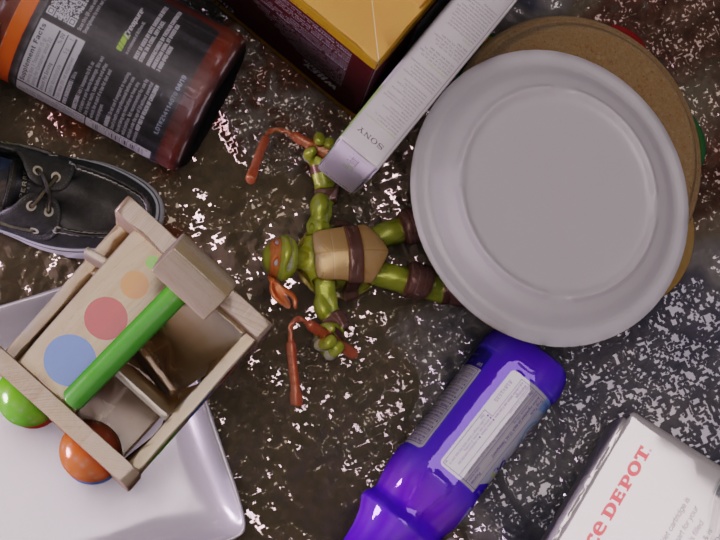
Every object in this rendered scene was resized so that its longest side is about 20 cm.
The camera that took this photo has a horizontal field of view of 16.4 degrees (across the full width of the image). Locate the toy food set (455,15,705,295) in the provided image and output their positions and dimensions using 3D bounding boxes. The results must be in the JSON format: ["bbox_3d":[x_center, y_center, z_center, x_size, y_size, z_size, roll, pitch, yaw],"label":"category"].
[{"bbox_3d":[0.149,-0.082,1.716,0.199,0.049,0.199,11,75,-17],"label":"toy food set"}]

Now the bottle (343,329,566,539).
[{"bbox_3d":[0.057,0.131,1.681,0.065,0.084,0.200,38,82,1],"label":"bottle"}]

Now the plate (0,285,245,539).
[{"bbox_3d":[-0.199,0.113,1.693,0.199,0.032,0.201,-17,85,-5],"label":"plate"}]

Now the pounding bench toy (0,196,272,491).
[{"bbox_3d":[-0.154,0.053,1.585,0.124,0.200,0.156,42,82,0],"label":"pounding bench toy"}]

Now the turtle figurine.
[{"bbox_3d":[0.000,0.000,1.702,0.161,0.064,0.201,0,68,-14],"label":"turtle figurine"}]

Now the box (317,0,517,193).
[{"bbox_3d":[0.052,-0.142,1.628,0.036,0.144,0.200,41,82,-2],"label":"box"}]

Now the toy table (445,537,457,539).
[{"bbox_3d":[0.087,0.272,1.613,0.184,0.200,0.117,41,79,12],"label":"toy table"}]

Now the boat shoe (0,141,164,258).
[{"bbox_3d":[-0.233,-0.053,1.698,0.199,0.057,0.069,11,83,-2],"label":"boat shoe"}]

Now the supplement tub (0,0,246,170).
[{"bbox_3d":[-0.185,-0.158,1.689,0.199,0.107,0.107,29,82,0],"label":"supplement tub"}]

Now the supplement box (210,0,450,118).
[{"bbox_3d":[-0.030,-0.228,1.659,0.197,0.200,0.133,39,82,1],"label":"supplement box"}]

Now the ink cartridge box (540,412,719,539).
[{"bbox_3d":[0.222,0.208,1.682,0.200,0.084,0.145,32,82,0],"label":"ink cartridge box"}]

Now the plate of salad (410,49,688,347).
[{"bbox_3d":[0.123,-0.046,1.646,0.199,0.048,0.201,5,76,-19],"label":"plate of salad"}]
